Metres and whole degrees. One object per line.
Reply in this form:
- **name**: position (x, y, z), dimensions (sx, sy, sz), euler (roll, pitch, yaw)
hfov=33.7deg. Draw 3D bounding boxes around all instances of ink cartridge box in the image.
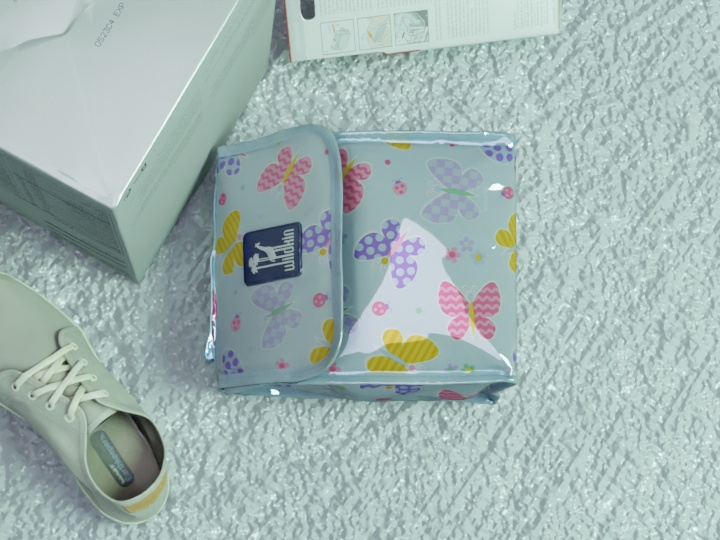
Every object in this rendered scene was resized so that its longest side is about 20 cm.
- **ink cartridge box**: position (0.040, -0.213, 0.839), dimensions (0.198, 0.050, 0.110), euler (-8, 113, -8)

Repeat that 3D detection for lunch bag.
- **lunch bag**: position (0.000, 0.000, 0.778), dimensions (0.198, 0.127, 0.171), euler (2, 76, 0)

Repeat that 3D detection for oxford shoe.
- **oxford shoe**: position (-0.189, 0.076, 0.761), dimensions (0.075, 0.058, 0.200), euler (-39, 90, -27)

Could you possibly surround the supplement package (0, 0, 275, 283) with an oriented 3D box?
- **supplement package**: position (-0.159, -0.125, 0.743), dimensions (0.146, 0.200, 0.192), euler (29, 76, 0)
